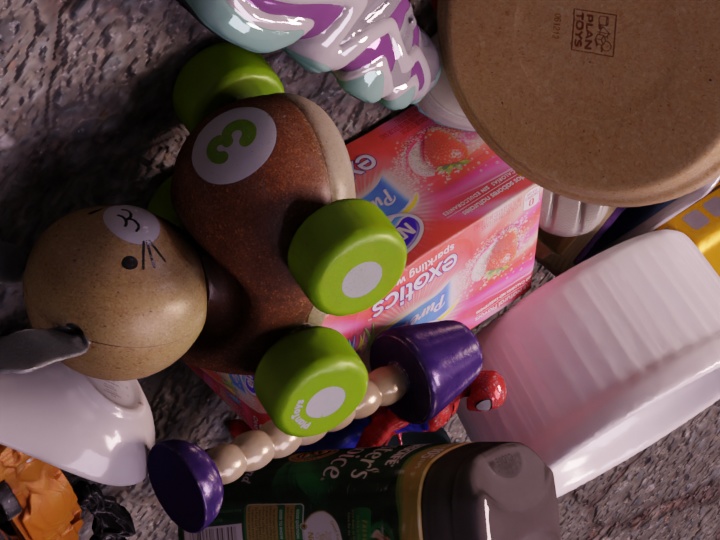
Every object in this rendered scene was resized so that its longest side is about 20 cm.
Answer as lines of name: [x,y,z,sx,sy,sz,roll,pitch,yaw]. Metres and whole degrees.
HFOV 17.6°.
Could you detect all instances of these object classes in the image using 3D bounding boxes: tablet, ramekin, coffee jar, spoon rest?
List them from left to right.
spoon rest: [-0.180,0.055,1.192,0.061,0.099,0.200,-41,137,17]
coffee jar: [0.006,0.141,1.287,0.104,0.200,0.086,-11,95,-60]
ramekin: [0.149,0.060,1.447,0.200,0.098,0.201,-30,167,-7]
tablet: [0.208,-0.068,1.482,0.130,0.014,0.200,-54,-174,-22]

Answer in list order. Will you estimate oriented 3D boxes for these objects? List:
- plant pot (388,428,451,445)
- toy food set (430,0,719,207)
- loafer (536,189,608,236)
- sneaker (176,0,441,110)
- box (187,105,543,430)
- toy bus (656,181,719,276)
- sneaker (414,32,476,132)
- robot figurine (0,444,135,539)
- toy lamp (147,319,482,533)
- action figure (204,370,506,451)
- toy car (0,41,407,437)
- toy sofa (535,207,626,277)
plant pot: [0.024,0.200,1.501,0.200,0.196,0.200,-32,147,-24]
toy food set: [0.129,-0.131,1.223,0.049,0.197,0.201,-37,118,-59]
loafer: [0.138,-0.119,1.378,0.070,0.070,0.201,-91,-162,-89]
sneaker: [0.007,-0.164,1.176,0.140,0.078,0.200,-55,149,14]
box: [0.000,0.000,1.337,0.200,0.095,0.103,-31,147,-26]
toy bus: [0.277,-0.064,1.635,0.200,0.078,0.065,-31,146,-26]
sneaker: [0.125,-0.119,1.303,0.199,0.077,0.081,-6,-178,1]
robot figurine: [-0.201,0.152,1.292,0.145,0.058,0.200,-38,148,-16]
toy lamp: [-0.018,0.078,1.255,0.200,0.058,0.058,-26,144,-32]
action figure: [0.001,0.091,1.371,0.200,0.052,0.065,-21,-170,34]
toy car: [-0.108,-0.006,1.149,0.200,0.164,0.158,-9,134,-30]
toy sofa: [0.166,-0.090,1.459,0.200,0.083,0.098,-51,149,6]
